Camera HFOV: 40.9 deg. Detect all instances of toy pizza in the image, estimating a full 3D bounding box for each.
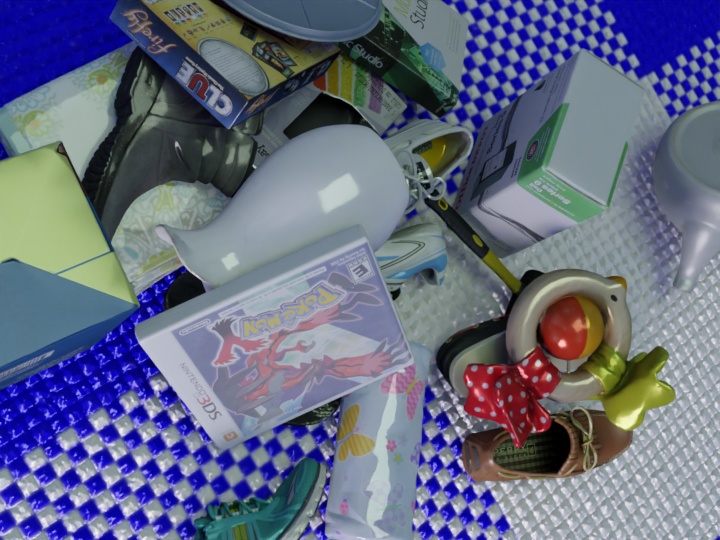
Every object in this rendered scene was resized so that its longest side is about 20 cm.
[{"bbox_3d":[-0.073,-0.275,0.896,0.199,0.032,0.201,17,46,-18],"label":"toy pizza"}]

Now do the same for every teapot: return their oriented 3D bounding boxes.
[{"bbox_3d":[0.441,-0.098,1.155,0.198,0.147,0.198,-13,52,-4],"label":"teapot"}]

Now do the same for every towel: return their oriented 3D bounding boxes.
[{"bbox_3d":[-0.208,-0.088,0.867,0.171,0.048,0.201,-32,104,-21],"label":"towel"}]

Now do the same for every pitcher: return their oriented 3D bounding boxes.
[{"bbox_3d":[-0.054,-0.022,0.842,0.199,0.121,0.172,-33,133,-14],"label":"pitcher"}]

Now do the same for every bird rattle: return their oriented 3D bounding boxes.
[{"bbox_3d":[0.197,0.080,0.946,0.198,0.113,0.165,-1,92,-4],"label":"bird rattle"}]

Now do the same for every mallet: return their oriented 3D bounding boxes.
[{"bbox_3d":[0.140,-0.021,1.021,0.200,0.041,0.066,51,60,-23],"label":"mallet"}]

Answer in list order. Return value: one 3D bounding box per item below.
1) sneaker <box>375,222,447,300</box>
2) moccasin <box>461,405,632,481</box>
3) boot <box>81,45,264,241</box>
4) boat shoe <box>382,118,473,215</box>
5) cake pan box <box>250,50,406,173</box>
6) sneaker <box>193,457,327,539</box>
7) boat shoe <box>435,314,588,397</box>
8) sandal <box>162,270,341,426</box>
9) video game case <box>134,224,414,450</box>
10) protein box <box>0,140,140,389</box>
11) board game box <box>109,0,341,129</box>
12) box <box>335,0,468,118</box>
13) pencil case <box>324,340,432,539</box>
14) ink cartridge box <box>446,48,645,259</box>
[{"bbox_3d":[0.000,0.000,0.956,0.199,0.072,0.073,-10,91,-24],"label":"sneaker"},{"bbox_3d":[0.205,0.180,1.005,0.200,0.078,0.074,3,79,-25],"label":"moccasin"},{"bbox_3d":[-0.159,-0.087,0.830,0.131,0.070,0.201,23,86,-29],"label":"boot"},{"bbox_3d":[0.045,-0.091,0.947,0.201,0.086,0.075,-33,119,-37],"label":"boat shoe"},{"bbox_3d":[-0.074,-0.168,0.970,0.200,0.052,0.184,46,65,-8],"label":"cake pan box"},{"bbox_3d":[-0.106,0.233,0.848,0.080,0.078,0.200,47,63,1],"label":"sneaker"},{"bbox_3d":[0.175,0.072,1.000,0.200,0.063,0.074,-18,109,-11],"label":"boat shoe"},{"bbox_3d":[-0.098,0.077,0.900,0.200,0.048,0.076,39,64,-13],"label":"sandal"},{"bbox_3d":[-0.064,0.064,0.823,0.199,0.183,0.023,-25,48,-2],"label":"video game case"},{"bbox_3d":[-0.301,0.025,0.728,0.198,0.200,0.136,-26,90,-28],"label":"protein box"},{"bbox_3d":[-0.111,-0.208,0.856,0.135,0.035,0.200,43,32,0],"label":"board game box"},{"bbox_3d":[0.025,-0.267,1.017,0.199,0.036,0.145,29,47,-21],"label":"box"},{"bbox_3d":[0.021,0.164,0.919,0.090,0.083,0.202,20,69,-40],"label":"pencil case"},{"bbox_3d":[0.185,-0.112,0.999,0.084,0.200,0.147,28,67,-14],"label":"ink cartridge box"}]
